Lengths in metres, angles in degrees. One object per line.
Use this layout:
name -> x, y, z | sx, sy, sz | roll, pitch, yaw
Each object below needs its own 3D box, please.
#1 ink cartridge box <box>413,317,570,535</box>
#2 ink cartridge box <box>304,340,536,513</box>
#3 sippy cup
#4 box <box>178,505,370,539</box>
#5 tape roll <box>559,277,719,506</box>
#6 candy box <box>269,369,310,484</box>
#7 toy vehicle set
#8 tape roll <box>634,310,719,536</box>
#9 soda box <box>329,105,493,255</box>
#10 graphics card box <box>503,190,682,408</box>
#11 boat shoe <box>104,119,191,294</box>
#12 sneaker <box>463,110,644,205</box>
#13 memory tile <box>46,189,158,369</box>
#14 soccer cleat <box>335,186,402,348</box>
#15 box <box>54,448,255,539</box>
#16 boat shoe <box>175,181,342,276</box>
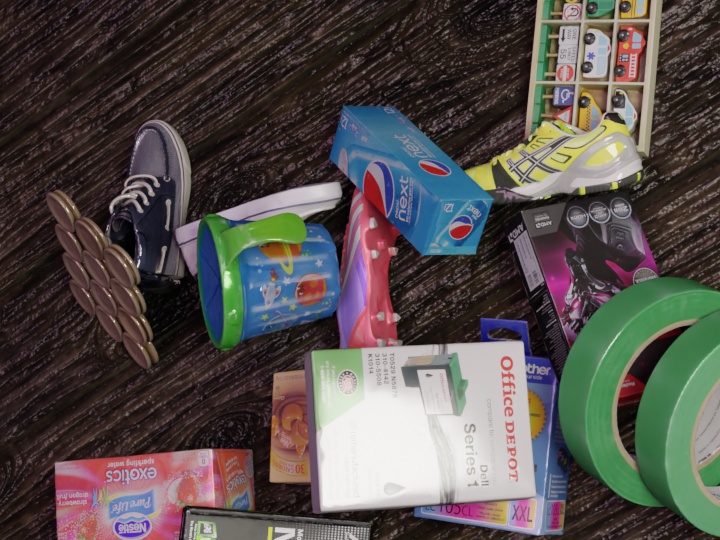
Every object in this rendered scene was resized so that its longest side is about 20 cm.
ink cartridge box -> 0.136, 0.150, 1.376 | 0.136, 0.076, 0.201 | 4, 82, 24
ink cartridge box -> 0.053, 0.142, 1.277 | 0.198, 0.084, 0.147 | -3, 81, -8
sippy cup -> -0.093, 0.006, 1.443 | 0.129, 0.178, 0.141 | -6, 98, -17
box -> -0.093, 0.344, 1.404 | 0.192, 0.048, 0.202 | 8, 83, -12
tape roll -> 0.274, 0.109, 1.254 | 0.201, 0.200, 0.048 | -64, 29, 3
candy box -> -0.009, 0.155, 1.406 | 0.199, 0.055, 0.116 | -10, 75, 46
toy vehicle set -> 0.236, -0.217, 1.414 | 0.123, 0.026, 0.202 | 3, 83, 24
tape roll -> 0.336, 0.133, 1.227 | 0.201, 0.200, 0.048 | -63, 28, 3
soda box -> 0.047, -0.093, 1.408 | 0.200, 0.067, 0.065 | 48, 131, 45
graphics card box -> 0.228, 0.030, 1.332 | 0.125, 0.051, 0.201 | -11, 72, -21
boat shoe -> -0.241, -0.079, 1.565 | 0.074, 0.093, 0.201 | -10, 78, 22
sneaker -> 0.180, -0.108, 1.384 | 0.199, 0.075, 0.077 | -8, 94, 26
memory tile -> -0.279, 0.012, 1.529 | 0.017, 0.201, 0.153 | -36, 60, -25
soccer cleat -> 0.000, 0.000, 1.467 | 0.076, 0.067, 0.202 | -10, 78, 34
box -> -0.220, 0.248, 1.504 | 0.199, 0.095, 0.103 | -7, 81, 23
boat shoe -> -0.104, -0.044, 1.521 | 0.199, 0.074, 0.066 | -17, 91, 24
